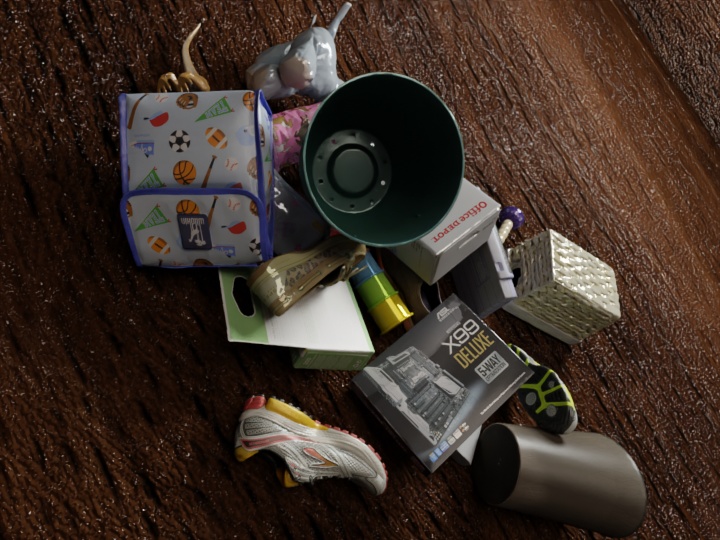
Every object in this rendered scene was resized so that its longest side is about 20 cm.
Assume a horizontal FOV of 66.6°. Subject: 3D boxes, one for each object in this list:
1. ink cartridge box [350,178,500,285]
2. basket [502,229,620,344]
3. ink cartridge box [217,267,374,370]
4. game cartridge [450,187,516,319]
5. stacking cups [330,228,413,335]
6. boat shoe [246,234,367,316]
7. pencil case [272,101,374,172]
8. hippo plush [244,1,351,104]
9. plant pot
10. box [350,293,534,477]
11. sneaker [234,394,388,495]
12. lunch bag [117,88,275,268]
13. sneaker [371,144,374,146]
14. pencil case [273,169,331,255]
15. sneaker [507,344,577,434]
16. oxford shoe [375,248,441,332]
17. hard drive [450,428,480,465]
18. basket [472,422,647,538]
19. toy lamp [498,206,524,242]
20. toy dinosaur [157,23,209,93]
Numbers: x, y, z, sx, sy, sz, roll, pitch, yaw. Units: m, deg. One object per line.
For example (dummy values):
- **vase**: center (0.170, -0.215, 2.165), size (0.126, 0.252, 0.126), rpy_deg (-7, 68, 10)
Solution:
- **ink cartridge box**: center (0.092, -0.095, 0.854), size (0.144, 0.084, 0.200), rpy_deg (-36, 63, -23)
- **basket**: center (0.379, 0.032, 1.040), size (0.199, 0.123, 0.136), rpy_deg (26, 52, -21)
- **ink cartridge box**: center (-0.091, 0.054, 0.712), size (0.199, 0.048, 0.146), rpy_deg (8, 43, -31)
- **game cartridge**: center (0.195, -0.025, 0.933), size (0.038, 0.130, 0.201), rpy_deg (-4, 68, -27)
- **stacking cups**: center (0.000, 0.000, 0.830), size (0.060, 0.060, 0.201), rpy_deg (-28, 81, -42)
- **boat shoe**: center (-0.055, 0.006, 0.704), size (0.199, 0.073, 0.063), rpy_deg (-23, 72, -46)
- **pencil case**: center (-0.051, -0.207, 0.814), size (0.199, 0.083, 0.087), rpy_deg (-17, 118, -18)
- **hippo plush**: center (-0.082, -0.296, 0.902), size (0.161, 0.158, 0.201), rpy_deg (56, 49, -34)
- **plant pot**: center (0.011, -0.135, 0.714), size (0.199, 0.161, 0.202), rpy_deg (-2, 96, -15)
- **box**: center (0.110, 0.151, 0.752), size (0.200, 0.050, 0.158), rpy_deg (-36, 70, -19)
- **sneaker**: center (-0.060, 0.227, 0.655), size (0.199, 0.078, 0.083), rpy_deg (27, 56, -10)
- **lunch bag**: center (-0.188, -0.104, 0.655), size (0.169, 0.124, 0.202), rpy_deg (-1, 90, 0)
- **sneaker**: center (-0.008, -0.197, 0.933), size (0.199, 0.078, 0.091), rpy_deg (-16, 60, -44)
- **pencil case**: center (-0.131, -0.102, 0.766), size (0.200, 0.091, 0.083), rpy_deg (48, 11, -6)
- **sneaker**: center (0.288, 0.187, 0.868), size (0.076, 0.076, 0.200), rpy_deg (32, 14, -22)
- **oxford shoe**: center (0.086, 0.008, 0.874), size (0.071, 0.073, 0.201), rpy_deg (-12, 73, -40)
- **hard drive**: center (0.150, 0.175, 0.848), size (0.132, 0.027, 0.201), rpy_deg (46, 47, -19)
- **basket**: center (0.280, 0.300, 0.811), size (0.199, 0.180, 0.137), rpy_deg (16, 99, -20)
- **toy lamp**: center (0.262, -0.051, 1.047), size (0.058, 0.058, 0.200), rpy_deg (47, 48, -5)
- **toy dinosaur**: center (-0.247, -0.277, 0.812), size (0.201, 0.060, 0.106), rpy_deg (64, 24, 3)
